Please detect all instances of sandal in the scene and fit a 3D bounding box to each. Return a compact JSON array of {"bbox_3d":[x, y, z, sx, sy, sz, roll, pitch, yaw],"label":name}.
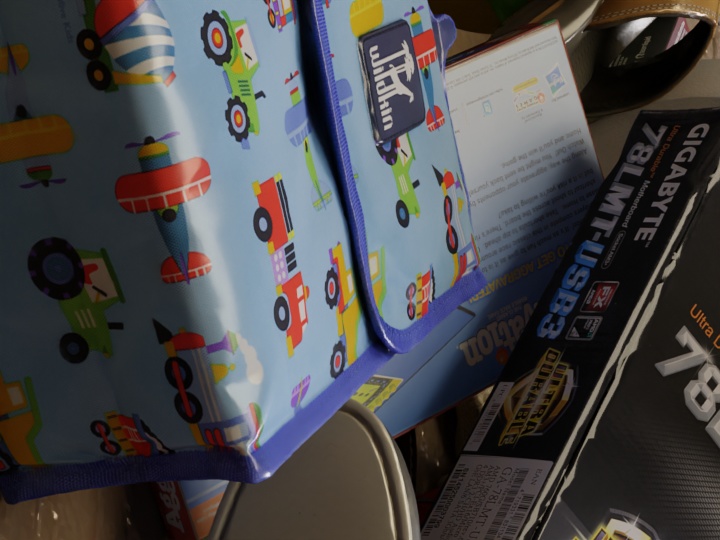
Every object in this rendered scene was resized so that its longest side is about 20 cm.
[{"bbox_3d":[0.097,-0.089,0.999,0.200,0.054,0.082,-47,156,-35],"label":"sandal"}]

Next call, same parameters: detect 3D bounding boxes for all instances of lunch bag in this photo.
[{"bbox_3d":[-0.031,-0.041,0.788,0.200,0.094,0.151,-31,110,-54],"label":"lunch bag"}]

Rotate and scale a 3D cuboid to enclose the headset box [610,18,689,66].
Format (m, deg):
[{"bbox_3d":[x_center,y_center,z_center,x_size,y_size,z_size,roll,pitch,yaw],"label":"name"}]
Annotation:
[{"bbox_3d":[0.117,-0.006,1.180,0.201,0.075,0.149,68,25,-22],"label":"headset box"}]

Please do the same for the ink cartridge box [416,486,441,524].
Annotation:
[{"bbox_3d":[0.083,0.124,0.959,0.116,0.067,0.201,-16,104,-45],"label":"ink cartridge box"}]

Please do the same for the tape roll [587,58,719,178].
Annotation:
[{"bbox_3d":[0.144,0.015,1.074,0.203,0.202,0.037,67,26,-23],"label":"tape roll"}]

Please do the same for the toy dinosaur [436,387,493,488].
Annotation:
[{"bbox_3d":[0.053,0.065,1.048,0.200,0.058,0.101,57,17,-21],"label":"toy dinosaur"}]

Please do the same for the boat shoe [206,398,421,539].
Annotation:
[{"bbox_3d":[-0.015,0.135,0.808,0.057,0.067,0.201,0,92,-85],"label":"boat shoe"}]

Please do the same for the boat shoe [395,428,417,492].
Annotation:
[{"bbox_3d":[0.000,0.000,0.921,0.073,0.065,0.201,17,63,-64],"label":"boat shoe"}]

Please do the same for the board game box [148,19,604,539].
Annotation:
[{"bbox_3d":[0.004,-0.001,0.872,0.200,0.019,0.103,-25,102,-37],"label":"board game box"}]

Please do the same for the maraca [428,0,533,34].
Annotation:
[{"bbox_3d":[0.045,-0.157,1.063,0.200,0.107,0.138,-62,135,-76],"label":"maraca"}]

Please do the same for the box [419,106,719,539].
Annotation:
[{"bbox_3d":[0.114,0.084,0.908,0.200,0.050,0.199,52,57,-35],"label":"box"}]

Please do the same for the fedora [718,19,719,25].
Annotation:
[{"bbox_3d":[0.125,-0.165,1.212,0.200,0.176,0.091,41,68,-70],"label":"fedora"}]
